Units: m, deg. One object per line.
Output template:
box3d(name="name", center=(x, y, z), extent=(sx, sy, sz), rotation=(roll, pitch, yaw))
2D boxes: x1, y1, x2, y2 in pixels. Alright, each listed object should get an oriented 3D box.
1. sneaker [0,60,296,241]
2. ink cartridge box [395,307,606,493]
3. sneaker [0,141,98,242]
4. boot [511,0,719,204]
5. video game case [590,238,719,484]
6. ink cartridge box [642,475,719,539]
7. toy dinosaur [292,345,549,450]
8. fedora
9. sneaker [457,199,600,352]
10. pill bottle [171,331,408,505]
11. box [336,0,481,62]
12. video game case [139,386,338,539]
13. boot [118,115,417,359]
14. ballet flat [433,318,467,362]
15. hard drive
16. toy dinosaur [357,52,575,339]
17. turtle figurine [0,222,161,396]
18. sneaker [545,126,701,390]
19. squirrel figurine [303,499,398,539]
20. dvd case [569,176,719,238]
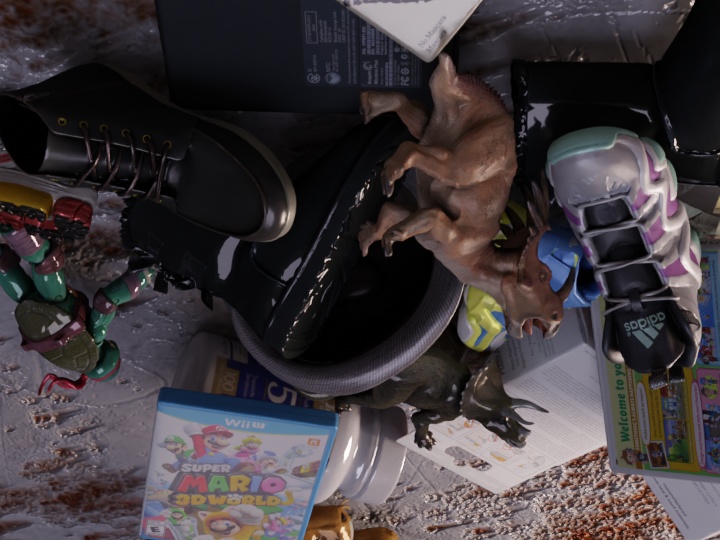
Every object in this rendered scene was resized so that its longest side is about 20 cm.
box3d(name="sneaker", center=(-0.143, -0.066, 0.876), extent=(0.199, 0.106, 0.075), rotation=(29, 120, 21))
box3d(name="ink cartridge box", center=(0.152, 0.115, 1.166), extent=(0.199, 0.058, 0.162), rotation=(-26, 140, 31))
box3d(name="sneaker", center=(-0.275, -0.082, 0.974), extent=(0.198, 0.083, 0.078), rotation=(14, 163, 10))
box3d(name="boot", center=(0.178, -0.122, 0.877), extent=(0.160, 0.074, 0.199), rotation=(1, 142, 9))
box3d(name="video game case", center=(0.266, 0.071, 1.011), extent=(0.180, 0.022, 0.202), rotation=(2, 115, 29))
box3d(name="ink cartridge box", center=(0.346, 0.123, 1.097), extent=(0.200, 0.145, 0.084), rotation=(-37, 88, 37))
box3d(name="toy dinosaur", center=(0.040, 0.086, 1.069), extent=(0.198, 0.078, 0.102), rotation=(22, 137, -14))
box3d(name="fedora", center=(0.000, 0.000, 1.003), extent=(0.200, 0.177, 0.090), rotation=(-41, 161, 13))
box3d(name="sneaker", center=(0.130, 0.019, 1.017), extent=(0.104, 0.076, 0.200), rotation=(15, 159, 12))
box3d(name="pill bottle", center=(-0.065, 0.137, 1.174), extent=(0.198, 0.121, 0.120), rotation=(17, 139, -17))
box3d(name="box", center=(-0.016, -0.212, 0.762), extent=(0.199, 0.069, 0.082), rotation=(30, 123, -17))
box3d(name="video game case", center=(-0.105, 0.172, 1.111), extent=(0.141, 0.018, 0.201), rotation=(9, 137, -7))
box3d(name="boot", center=(-0.070, -0.053, 0.948), extent=(0.162, 0.073, 0.199), rotation=(34, 103, 19))
box3d(name="ballet flat", center=(0.000, 0.032, 1.103), extent=(0.198, 0.067, 0.047), rotation=(20, 97, -15))
box3d(name="hard drive", center=(-0.034, -0.161, 0.881), extent=(0.197, 0.033, 0.140), rotation=(2, 141, 2))
box3d(name="toy dinosaur", center=(0.071, -0.058, 0.846), extent=(0.134, 0.086, 0.202), rotation=(-8, 122, -11))
box3d(name="turtle figurine", center=(-0.234, 0.024, 1.076), extent=(0.148, 0.101, 0.201), rotation=(-15, 131, 22))
box3d(name="sneaker", center=(0.179, 0.007, 0.866), extent=(0.077, 0.141, 0.200), rotation=(-16, 145, 28))
box3d(name="squirrel figurine", center=(-0.054, 0.319, 1.386), extent=(0.198, 0.142, 0.187), rotation=(-20, 129, 23))
box3d(name="dvd case", center=(0.259, -0.024, 1.033), extent=(0.197, 0.022, 0.147), rotation=(3, 140, 0))
